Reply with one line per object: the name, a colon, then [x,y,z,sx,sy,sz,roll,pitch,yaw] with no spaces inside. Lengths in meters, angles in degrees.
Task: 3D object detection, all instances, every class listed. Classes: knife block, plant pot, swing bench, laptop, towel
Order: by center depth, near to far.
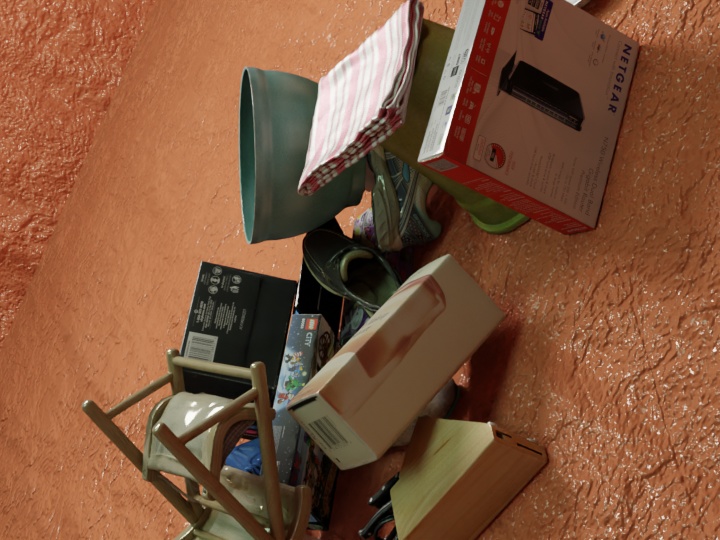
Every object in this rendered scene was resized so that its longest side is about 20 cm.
knife block: [0.075,0.229,1.328,0.200,0.064,0.177,-6,64,63]
swing bench: [-0.155,0.200,1.429,0.129,0.202,0.198,-31,18,-28]
towel: [-0.005,-0.175,1.447,0.200,0.030,0.148,-33,40,52]
plant pot: [0.102,-0.166,1.477,0.200,0.183,0.202,-47,30,38]
plant pot: [-0.066,-0.132,1.640,0.200,0.133,0.203,179,90,-81]
laptop: [-0.076,0.027,1.771,0.102,0.200,0.179,-6,55,18]

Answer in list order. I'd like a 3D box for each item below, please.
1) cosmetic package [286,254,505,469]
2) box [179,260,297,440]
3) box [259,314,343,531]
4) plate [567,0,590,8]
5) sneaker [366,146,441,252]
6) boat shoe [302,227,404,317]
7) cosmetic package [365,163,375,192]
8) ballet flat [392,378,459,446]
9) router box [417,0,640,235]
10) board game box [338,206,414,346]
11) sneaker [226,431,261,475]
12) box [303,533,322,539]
cosmetic package: [0.034,0.089,1.383,0.200,0.087,0.103,-45,4,-26]
box: [-0.158,0.105,1.770,0.200,0.123,0.150,105,176,-64]
box: [-0.055,0.168,1.577,0.037,0.137,0.202,0,61,20]
plate: [0.211,-0.337,1.589,0.199,0.032,0.202,-30,42,52]
sneaker: [0.050,-0.124,1.615,0.078,0.085,0.202,-110,15,-85]
boat shoe: [0.000,0.001,1.598,0.072,0.066,0.201,-40,51,-11]
cosmetic package: [0.045,-0.192,1.719,0.200,0.087,0.104,-36,26,49]
ballet flat: [0.023,0.152,1.499,0.200,0.067,0.069,-36,37,49]
router box: [0.163,-0.161,1.352,0.049,0.178,0.202,-14,57,61]
board game box: [0.022,0.001,1.690,0.120,0.032,0.202,-34,39,45]
sneaker: [-0.115,0.230,1.643,0.110,0.077,0.200,-25,1,-2]
box: [-0.077,0.314,1.504,0.200,0.116,0.061,-16,54,61]
